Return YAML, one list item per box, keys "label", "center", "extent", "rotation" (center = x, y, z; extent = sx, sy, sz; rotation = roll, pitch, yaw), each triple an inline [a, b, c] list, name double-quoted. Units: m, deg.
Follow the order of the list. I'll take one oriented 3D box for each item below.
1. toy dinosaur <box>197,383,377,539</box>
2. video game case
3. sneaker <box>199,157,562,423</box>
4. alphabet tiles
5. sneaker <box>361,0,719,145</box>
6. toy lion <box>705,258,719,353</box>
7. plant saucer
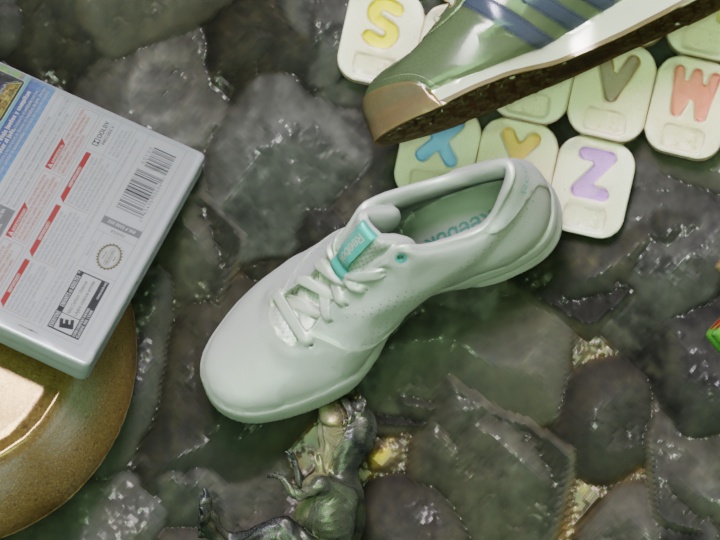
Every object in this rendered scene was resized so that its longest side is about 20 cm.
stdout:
- label: "toy dinosaur"
  center: [-0.038, 0.149, 1.449]
  extent: [0.088, 0.047, 0.201]
  rotation: [3, 93, -3]
- label: "video game case"
  center: [-0.194, -0.043, 1.433]
  extent: [0.199, 0.018, 0.144]
  rotation: [24, 55, 3]
- label: "sneaker"
  center: [0.000, 0.000, 1.415]
  extent: [0.199, 0.088, 0.075]
  rotation: [-33, 70, 5]
- label: "alphabet tiles"
  center: [0.092, -0.122, 1.454]
  extent: [0.199, 0.015, 0.197]
  rotation: [13, 91, 4]
- label: "sneaker"
  center: [0.083, -0.138, 1.419]
  extent: [0.199, 0.067, 0.090]
  rotation: [-23, 81, 4]
- label: "toy lion"
  center: [0.242, -0.027, 1.355]
  extent: [0.200, 0.192, 0.069]
  rotation: [-42, 87, 2]
- label: "plant saucer"
  center: [-0.210, 0.036, 1.438]
  extent: [0.199, 0.035, 0.202]
  rotation: [1, 76, -4]
